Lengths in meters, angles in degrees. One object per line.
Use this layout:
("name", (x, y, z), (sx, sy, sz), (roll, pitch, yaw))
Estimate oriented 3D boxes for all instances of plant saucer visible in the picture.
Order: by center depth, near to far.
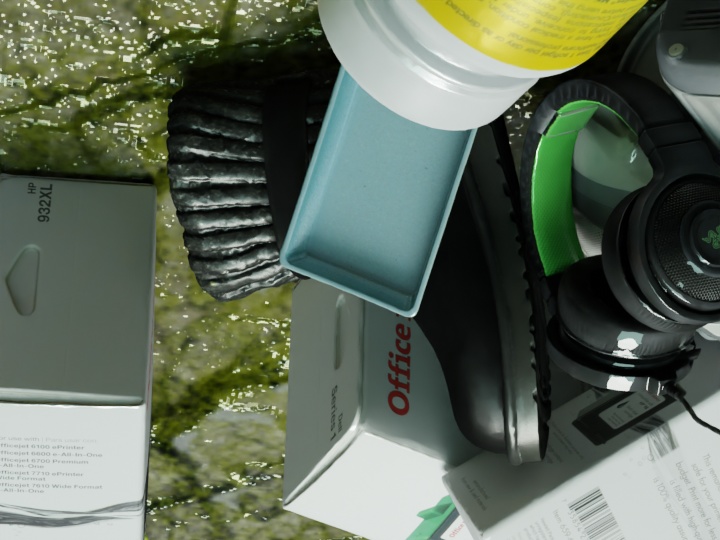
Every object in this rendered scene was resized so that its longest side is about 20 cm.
("plant saucer", (0.026, -0.085, 1.153), (0.070, 0.019, 0.201), (22, 103, 18))

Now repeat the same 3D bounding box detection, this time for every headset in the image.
("headset", (0.137, 0.007, 1.127), (0.094, 0.200, 0.124), (-10, 153, -26))

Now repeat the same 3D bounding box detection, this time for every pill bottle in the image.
("pill bottle", (0.072, -0.144, 0.992), (0.114, 0.115, 0.200), (21, 139, -22))

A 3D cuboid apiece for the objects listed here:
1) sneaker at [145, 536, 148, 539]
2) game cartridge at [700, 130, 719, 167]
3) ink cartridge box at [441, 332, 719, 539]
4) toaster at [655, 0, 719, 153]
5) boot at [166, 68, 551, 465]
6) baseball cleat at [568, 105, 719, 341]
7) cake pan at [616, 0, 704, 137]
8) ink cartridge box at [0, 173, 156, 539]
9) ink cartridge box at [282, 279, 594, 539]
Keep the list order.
("sneaker", (-0.208, 0.146, 1.480), (0.199, 0.074, 0.084), (20, 160, -25))
("game cartridge", (0.235, -0.013, 1.261), (0.199, 0.038, 0.130), (19, 140, -20))
("ink cartridge box", (0.154, 0.103, 1.241), (0.200, 0.067, 0.116), (-30, 114, -4))
("toaster", (0.230, -0.087, 1.100), (0.199, 0.114, 0.129), (-4, 143, 31))
("boot", (0.000, 0.000, 1.220), (0.157, 0.212, 0.079), (-14, 165, 9))
("baseball cleat", (0.157, 0.005, 1.196), (0.070, 0.200, 0.107), (-23, 153, -37))
("cake pan", (0.219, -0.071, 1.247), (0.199, 0.037, 0.201), (0, 138, 0))
("ink cartridge box", (-0.147, 0.072, 1.326), (0.083, 0.145, 0.200), (3, 138, -4))
("ink cartridge box", (0.064, 0.073, 1.328), (0.199, 0.146, 0.084), (22, 136, -22))
